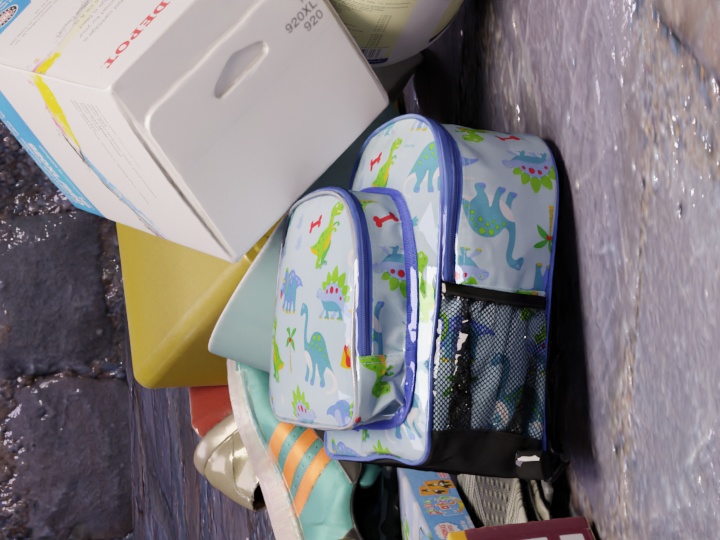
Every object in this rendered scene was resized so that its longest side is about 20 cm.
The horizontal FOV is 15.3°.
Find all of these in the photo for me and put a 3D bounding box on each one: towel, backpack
[{"bbox_3d":[0.094,0.159,1.652,0.201,0.034,0.193,93,170,-45],"label":"towel"},{"bbox_3d":[0.034,0.013,1.539,0.183,0.146,0.202,176,102,-69],"label":"backpack"}]

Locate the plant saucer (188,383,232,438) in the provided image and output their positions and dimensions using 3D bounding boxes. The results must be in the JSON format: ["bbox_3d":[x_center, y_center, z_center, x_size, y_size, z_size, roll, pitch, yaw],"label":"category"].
[{"bbox_3d":[-0.053,0.124,2.063,0.199,0.037,0.200,43,-165,-22],"label":"plant saucer"}]

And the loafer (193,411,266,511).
[{"bbox_3d":[-0.026,0.100,1.909,0.068,0.200,0.076,55,-168,24],"label":"loafer"}]

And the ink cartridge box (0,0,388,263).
[{"bbox_3d":[-0.115,-0.118,1.607,0.199,0.147,0.145,18,151,54],"label":"ink cartridge box"}]

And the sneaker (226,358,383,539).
[{"bbox_3d":[-0.026,0.127,1.776,0.071,0.079,0.201,30,-142,-71],"label":"sneaker"}]

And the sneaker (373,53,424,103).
[{"bbox_3d":[-0.021,-0.127,1.782,0.075,0.084,0.200,-56,-4,21],"label":"sneaker"}]

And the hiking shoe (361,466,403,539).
[{"bbox_3d":[0.005,0.109,1.837,0.074,0.086,0.202,17,-109,-61],"label":"hiking shoe"}]

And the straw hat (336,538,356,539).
[{"bbox_3d":[-0.006,0.213,1.645,0.201,0.085,0.201,38,171,7],"label":"straw hat"}]

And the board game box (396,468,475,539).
[{"bbox_3d":[0.057,0.223,1.699,0.200,0.036,0.153,-114,19,-75],"label":"board game box"}]

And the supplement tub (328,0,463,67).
[{"bbox_3d":[0.012,-0.218,1.589,0.200,0.144,0.146,121,143,-71],"label":"supplement tub"}]

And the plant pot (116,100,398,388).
[{"bbox_3d":[-0.057,-0.040,1.942,0.176,0.198,0.202,135,130,-62],"label":"plant pot"}]

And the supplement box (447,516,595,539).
[{"bbox_3d":[0.096,0.254,1.518,0.111,0.085,0.201,-111,20,-52],"label":"supplement box"}]

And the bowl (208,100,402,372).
[{"bbox_3d":[0.000,0.000,1.724,0.201,0.105,0.201,-54,-5,-7],"label":"bowl"}]
